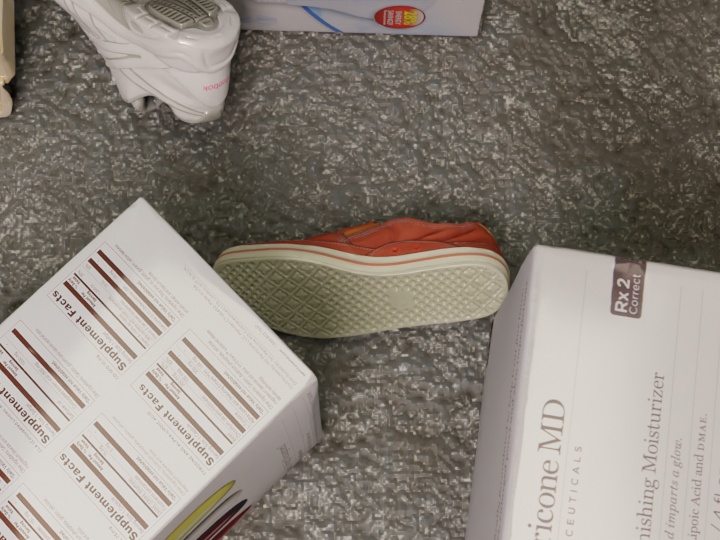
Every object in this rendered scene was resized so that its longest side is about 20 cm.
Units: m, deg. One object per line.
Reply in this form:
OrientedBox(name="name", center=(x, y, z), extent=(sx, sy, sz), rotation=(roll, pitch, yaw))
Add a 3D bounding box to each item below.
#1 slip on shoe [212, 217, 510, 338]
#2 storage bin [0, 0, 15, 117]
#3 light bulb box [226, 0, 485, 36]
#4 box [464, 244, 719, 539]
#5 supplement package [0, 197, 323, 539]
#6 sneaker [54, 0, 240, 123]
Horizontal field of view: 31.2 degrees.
OrientedBox(name="slip on shoe", center=(0.000, 0.000, 0.861), extent=(0.197, 0.075, 0.062), rotation=(-4, 39, 4))
OrientedBox(name="storage bin", center=(-0.339, -0.212, 0.896), extent=(0.196, 0.094, 0.202), rotation=(-4, 74, -3))
OrientedBox(name="light bulb box", center=(-0.007, -0.254, 0.857), extent=(0.197, 0.198, 0.126), rotation=(2, 76, 1))
OrientedBox(name="box", center=(0.138, 0.114, 0.754), extent=(0.129, 0.200, 0.201), rotation=(8, 74, 1))
OrientedBox(name="supplement package", center=(-0.140, 0.101, 0.759), extent=(0.200, 0.191, 0.147), rotation=(-44, 78, -11))
OrientedBox(name="sneaker", center=(-0.163, -0.162, 0.893), extent=(0.077, 0.100, 0.200), rotation=(-25, 48, -34))
